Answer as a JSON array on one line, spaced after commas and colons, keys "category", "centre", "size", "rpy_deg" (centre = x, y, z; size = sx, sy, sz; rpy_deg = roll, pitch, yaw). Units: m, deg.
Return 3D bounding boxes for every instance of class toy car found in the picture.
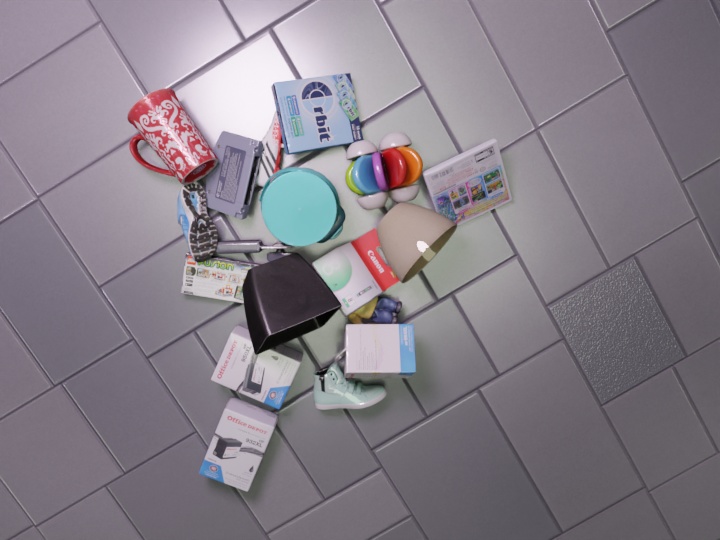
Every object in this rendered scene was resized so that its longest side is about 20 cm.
[{"category": "toy car", "centre": [0.060, -0.247, 1.353], "size": [0.199, 0.150, 0.175], "rpy_deg": [-13, 98, 0]}]

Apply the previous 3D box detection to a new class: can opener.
[{"category": "can opener", "centre": [-0.275, -0.046, 1.420], "size": [0.199, 0.053, 0.067], "rpy_deg": [-2, 97, 0]}]

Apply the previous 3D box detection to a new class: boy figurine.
[{"category": "boy figurine", "centre": [0.005, 0.092, 1.442], "size": [0.199, 0.064, 0.125], "rpy_deg": [16, 96, -3]}]

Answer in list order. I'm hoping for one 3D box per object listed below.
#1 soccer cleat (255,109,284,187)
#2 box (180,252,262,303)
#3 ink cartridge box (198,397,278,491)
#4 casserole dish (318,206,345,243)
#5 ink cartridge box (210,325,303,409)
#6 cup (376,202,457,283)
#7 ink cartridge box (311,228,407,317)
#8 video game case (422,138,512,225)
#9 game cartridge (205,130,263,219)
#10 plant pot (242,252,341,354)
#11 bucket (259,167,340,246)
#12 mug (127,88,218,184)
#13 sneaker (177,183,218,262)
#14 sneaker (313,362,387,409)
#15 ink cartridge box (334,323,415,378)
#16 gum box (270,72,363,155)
[{"category": "soccer cleat", "centre": [-0.236, -0.310, 1.379], "size": [0.085, 0.069, 0.201], "rpy_deg": [7, 102, -7]}, {"category": "box", "centre": [-0.365, 0.022, 1.435], "size": [0.199, 0.035, 0.110], "rpy_deg": [10, 97, -3]}, {"category": "ink cartridge box", "centre": [-0.329, 0.471, 1.474], "size": [0.145, 0.084, 0.200], "rpy_deg": [23, 97, -4]}, {"category": "casserole dish", "centre": [-0.130, -0.158, 1.417], "size": [0.200, 0.039, 0.121], "rpy_deg": [42, 95, -7]}, {"category": "ink cartridge box", "centre": [-0.274, 0.257, 1.446], "size": [0.200, 0.084, 0.145], "rpy_deg": [24, 96, -4]}, {"category": "cup", "centre": [0.124, -0.087, 1.371], "size": [0.143, 0.200, 0.200], "rpy_deg": [44, 95, 12]}, {"category": "ink cartridge box", "centre": [0.000, 0.000, 1.399], "size": [0.200, 0.050, 0.161], "rpy_deg": [-33, 84, -8]}, {"category": "video game case", "centre": [0.277, -0.215, 1.391], "size": [0.200, 0.024, 0.182], "rpy_deg": [-25, 124, 1]}, {"category": "game cartridge", "centre": [-0.325, -0.243, 1.372], "size": [0.133, 0.042, 0.200], "rpy_deg": [22, 103, 27]}, {"category": "plant pot", "centre": [-0.194, 0.074, 1.354], "size": [0.200, 0.200, 0.178], "rpy_deg": [-22, 77, -25]}, {"category": "bucket", "centre": [-0.147, -0.155, 1.324], "size": [0.207, 0.135, 0.208], "rpy_deg": [-1, 100, -6]}, {"category": "mug", "centre": [-0.462, -0.313, 1.341], "size": [0.200, 0.133, 0.177], "rpy_deg": [53, 136, -2]}, {"category": "sneaker", "centre": [-0.425, -0.119, 1.396], "size": [0.078, 0.090, 0.201], "rpy_deg": [-9, 89, -38]}, {"category": "sneaker", "centre": [-0.032, 0.305, 1.462], "size": [0.200, 0.074, 0.119], "rpy_deg": [-7, 104, 2]}, {"category": "ink cartridge box", "centre": [0.033, 0.210, 1.405], "size": [0.199, 0.129, 0.126], "rpy_deg": [1, 73, -4]}, {"category": "gum box", "centre": [-0.105, -0.390, 1.351], "size": [0.200, 0.045, 0.170], "rpy_deg": [-15, 98, -19]}]
